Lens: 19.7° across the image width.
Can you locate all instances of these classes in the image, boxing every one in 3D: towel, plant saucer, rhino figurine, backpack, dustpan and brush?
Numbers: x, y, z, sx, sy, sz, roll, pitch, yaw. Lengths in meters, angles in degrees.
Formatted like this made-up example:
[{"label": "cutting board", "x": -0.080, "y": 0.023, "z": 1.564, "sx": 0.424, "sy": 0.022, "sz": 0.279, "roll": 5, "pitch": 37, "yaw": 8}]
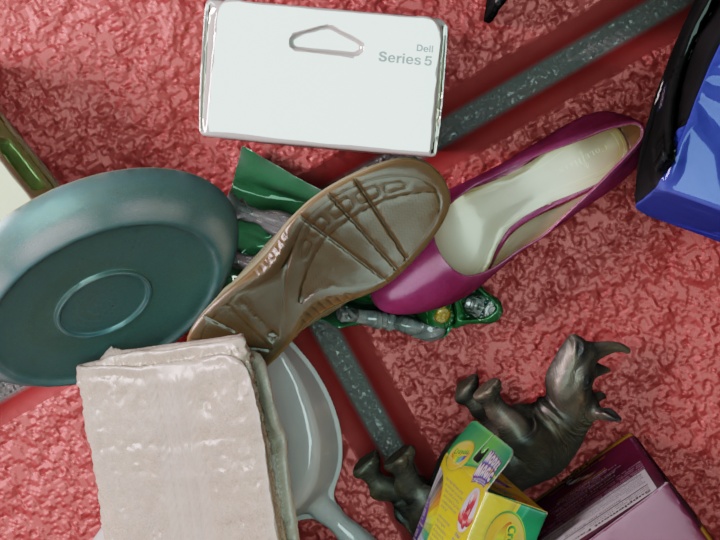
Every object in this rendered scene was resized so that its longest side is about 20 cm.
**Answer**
[{"label": "towel", "x": -0.106, "y": 0.143, "z": 1.304, "sx": 0.132, "sy": 0.034, "sz": 0.202, "roll": -7, "pitch": 93, "yaw": 25}, {"label": "plant saucer", "x": -0.164, "y": 0.013, "z": 1.297, "sx": 0.199, "sy": 0.200, "sz": 0.028, "roll": -31, "pitch": 58, "yaw": 3}, {"label": "rhino figurine", "x": 0.099, "y": 0.110, "z": 1.384, "sx": 0.199, "sy": 0.060, "sz": 0.088, "roll": -37, "pitch": 105, "yaw": 2}, {"label": "backpack", "x": 0.268, "y": -0.113, "z": 1.263, "sx": 0.167, "sy": 0.163, "sz": 0.201, "roll": 20, "pitch": 86, "yaw": -3}, {"label": "dustpan and brush", "x": -0.048, "y": 0.142, "z": 1.399, "sx": 0.140, "sy": 0.057, "sz": 0.200, "roll": -44, "pitch": 85, "yaw": 12}]

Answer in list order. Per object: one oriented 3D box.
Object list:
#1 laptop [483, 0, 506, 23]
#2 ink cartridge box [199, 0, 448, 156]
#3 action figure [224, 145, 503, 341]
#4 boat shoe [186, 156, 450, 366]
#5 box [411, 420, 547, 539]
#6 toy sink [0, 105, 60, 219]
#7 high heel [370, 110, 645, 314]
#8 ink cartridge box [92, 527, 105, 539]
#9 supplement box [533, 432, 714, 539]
[{"label": "laptop", "x": 0.054, "y": -0.267, "z": 1.300, "sx": 0.102, "sy": 0.177, "sz": 0.202, "roll": 9, "pitch": 94, "yaw": 1}, {"label": "ink cartridge box", "x": -0.021, "y": -0.119, "z": 1.300, "sx": 0.144, "sy": 0.200, "sz": 0.085, "roll": 5, "pitch": 94, "yaw": 1}, {"label": "action figure", "x": 0.000, "y": 0.000, "z": 1.384, "sx": 0.199, "sy": 0.055, "sz": 0.119, "roll": 15, "pitch": 95, "yaw": -2}, {"label": "boat shoe", "x": -0.028, "y": -0.005, "z": 1.323, "sx": 0.200, "sy": 0.065, "sz": 0.072, "roll": -40, "pitch": 99, "yaw": 12}, {"label": "box", "x": 0.058, "y": 0.200, "z": 1.301, "sx": 0.048, "sy": 0.117, "sz": 0.201, "roll": 19, "pitch": 93, "yaw": -12}, {"label": "toy sink", "x": -0.279, "y": -0.071, "z": 1.346, "sx": 0.112, "sy": 0.130, "sz": 0.200, "roll": -39, "pitch": 91, "yaw": 4}, {"label": "high heel", "x": 0.096, "y": -0.037, "z": 1.329, "sx": 0.199, "sy": 0.096, "sz": 0.068, "roll": -28, "pitch": 89, "yaw": -15}, {"label": "ink cartridge box", "x": -0.128, "y": 0.236, "z": 1.364, "sx": 0.145, "sy": 0.048, "sz": 0.200, "roll": 42, "pitch": 106, "yaw": 18}, {"label": "supplement box", "x": 0.179, "y": 0.195, "z": 1.318, "sx": 0.103, "sy": 0.200, "sz": 0.131, "roll": -35, "pitch": 94, "yaw": 4}]
